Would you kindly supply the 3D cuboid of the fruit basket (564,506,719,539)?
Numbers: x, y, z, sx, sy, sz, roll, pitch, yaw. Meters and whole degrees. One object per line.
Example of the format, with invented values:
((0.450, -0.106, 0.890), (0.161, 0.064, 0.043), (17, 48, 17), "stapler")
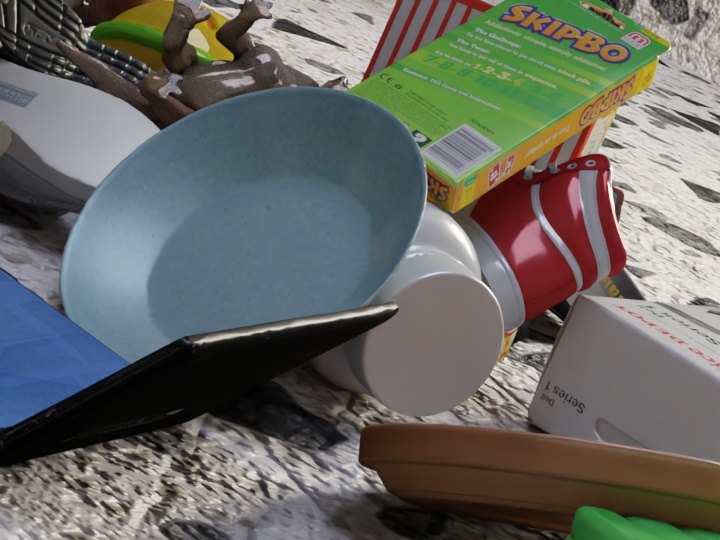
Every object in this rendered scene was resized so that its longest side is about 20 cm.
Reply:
((0.153, 0.180, 0.827), (0.184, 0.094, 0.200), (14, 25, -30), "fruit basket")

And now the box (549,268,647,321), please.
((0.097, -0.045, 1.471), (0.200, 0.048, 0.159), (39, -9, 49), "box")

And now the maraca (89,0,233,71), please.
((-0.113, -0.111, 1.419), (0.136, 0.108, 0.200), (24, -15, 20), "maraca")

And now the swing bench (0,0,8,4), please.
((-0.265, -0.226, 1.133), (0.197, 0.131, 0.200), (14, 17, 1), "swing bench")

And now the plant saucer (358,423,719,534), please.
((0.096, 0.102, 0.973), (0.198, 0.033, 0.200), (9, -10, 2), "plant saucer")

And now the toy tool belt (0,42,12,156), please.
((-0.272, -0.114, 1.155), (0.199, 0.124, 0.124), (32, 17, 35), "toy tool belt")

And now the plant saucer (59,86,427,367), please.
((-0.056, -0.012, 1.089), (0.201, 0.201, 0.039), (35, -22, 42), "plant saucer")

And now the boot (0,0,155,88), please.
((-0.197, -0.106, 1.327), (0.131, 0.070, 0.200), (-7, -46, 45), "boot")

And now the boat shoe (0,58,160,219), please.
((-0.189, -0.066, 1.225), (0.199, 0.069, 0.072), (19, 46, 20), "boat shoe")

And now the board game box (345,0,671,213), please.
((0.084, -0.107, 1.213), (0.095, 0.030, 0.199), (36, 51, 26), "board game box")

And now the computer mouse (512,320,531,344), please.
((0.053, -0.014, 1.424), (0.138, 0.053, 0.200), (15, 16, -31), "computer mouse")

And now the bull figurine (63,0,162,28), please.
((-0.141, -0.153, 1.506), (0.120, 0.065, 0.201), (-7, -45, 27), "bull figurine")

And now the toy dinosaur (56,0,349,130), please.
((-0.087, -0.094, 1.289), (0.198, 0.136, 0.086), (-2, 59, -18), "toy dinosaur")

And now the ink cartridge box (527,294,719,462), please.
((0.218, 0.084, 1.248), (0.146, 0.085, 0.199), (32, 17, 37), "ink cartridge box")

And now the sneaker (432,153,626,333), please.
((0.082, -0.052, 1.250), (0.112, 0.072, 0.201), (-21, 51, -12), "sneaker")

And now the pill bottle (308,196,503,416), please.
((0.000, 0.000, 1.172), (0.110, 0.112, 0.200), (14, 16, -30), "pill bottle")

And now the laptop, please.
((-0.123, 0.015, 0.925), (0.187, 0.199, 0.117), (-9, 73, -63), "laptop")

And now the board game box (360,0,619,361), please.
((0.061, -0.066, 1.320), (0.151, 0.201, 0.046), (26, 8, 20), "board game box")
